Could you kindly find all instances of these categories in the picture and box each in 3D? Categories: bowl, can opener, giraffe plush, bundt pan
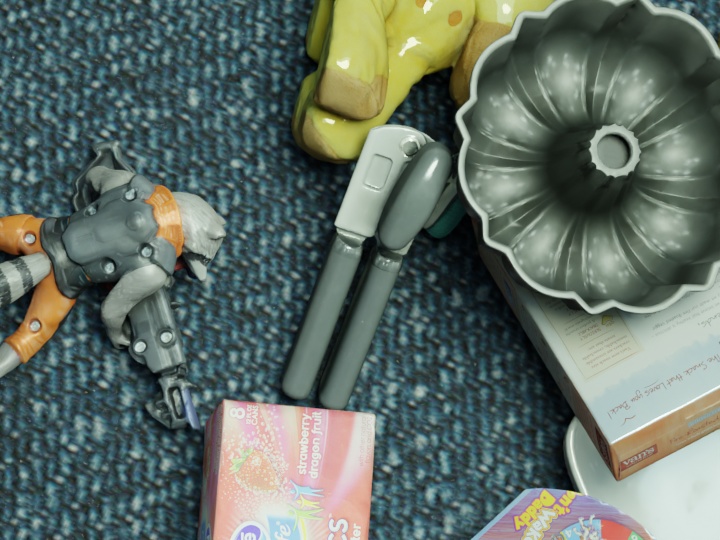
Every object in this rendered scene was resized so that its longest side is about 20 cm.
[{"bbox_3d":[0.242,0.145,1.418,0.199,0.075,0.201,-27,84,-13],"label":"bowl"},{"bbox_3d":[0.000,0.000,1.368,0.052,0.067,0.201,19,112,-8],"label":"can opener"},{"bbox_3d":[0.054,-0.157,1.406,0.161,0.173,0.202,12,90,-8],"label":"giraffe plush"},{"bbox_3d":[0.148,-0.066,1.330,0.200,0.076,0.204,2,80,-10],"label":"bundt pan"}]

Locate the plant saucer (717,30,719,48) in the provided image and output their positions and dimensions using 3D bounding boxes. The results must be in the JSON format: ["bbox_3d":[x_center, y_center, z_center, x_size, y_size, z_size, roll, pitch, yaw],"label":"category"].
[{"bbox_3d":[0.328,-0.092,1.476,0.199,0.048,0.201,-17,79,-47],"label":"plant saucer"}]

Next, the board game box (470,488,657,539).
[{"bbox_3d":[0.112,0.237,1.349,0.200,0.039,0.158,-43,82,6],"label":"board game box"}]

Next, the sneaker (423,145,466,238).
[{"bbox_3d":[0.123,-0.081,1.455,0.199,0.077,0.080,-36,94,-17],"label":"sneaker"}]

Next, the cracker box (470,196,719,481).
[{"bbox_3d":[0.174,0.019,1.385,0.133,0.058,0.201,-26,56,-5],"label":"cracker box"}]

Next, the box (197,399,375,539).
[{"bbox_3d":[-0.052,0.189,1.341,0.102,0.095,0.202,7,75,-9],"label":"box"}]

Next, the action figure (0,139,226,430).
[{"bbox_3d":[-0.168,0.016,1.358,0.192,0.105,0.201,-25,80,-6],"label":"action figure"}]
